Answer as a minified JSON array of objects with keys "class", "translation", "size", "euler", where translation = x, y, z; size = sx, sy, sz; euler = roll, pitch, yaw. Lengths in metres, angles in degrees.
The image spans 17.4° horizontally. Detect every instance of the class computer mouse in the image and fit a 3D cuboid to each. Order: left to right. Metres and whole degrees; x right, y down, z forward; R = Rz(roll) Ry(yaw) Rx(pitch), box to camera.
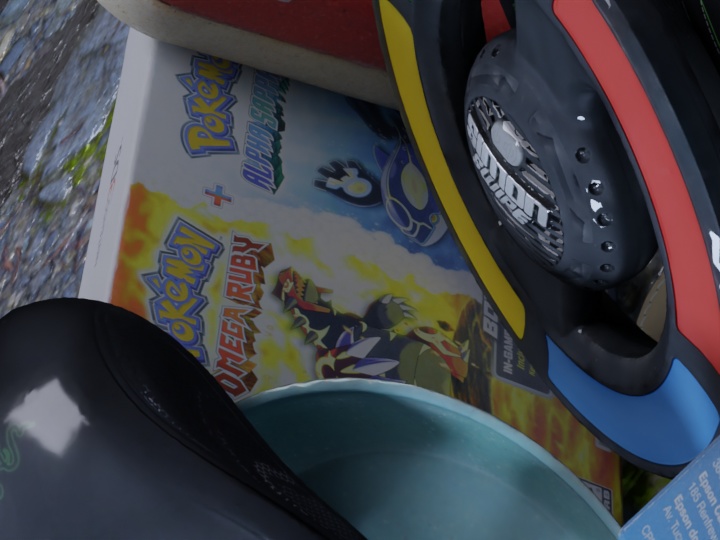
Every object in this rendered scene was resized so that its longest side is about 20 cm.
[{"class":"computer mouse","translation":[-0.043,0.085,0.652],"size":[0.139,0.200,0.053],"euler":[-57,-13,22]}]

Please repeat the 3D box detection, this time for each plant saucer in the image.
[{"class":"plant saucer","translation":[0.009,0.129,0.688],"size":[0.200,0.200,0.036],"euler":[-47,-14,22]}]

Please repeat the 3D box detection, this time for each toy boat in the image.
[{"class":"toy boat","translation":[0.005,-0.141,0.790],"size":[0.131,0.199,0.131],"euler":[-94,26,-42]}]

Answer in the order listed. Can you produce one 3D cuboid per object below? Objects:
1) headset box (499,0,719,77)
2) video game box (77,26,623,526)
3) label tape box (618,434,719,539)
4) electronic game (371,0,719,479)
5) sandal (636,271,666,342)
[{"class":"headset box","translation":[0.145,-0.111,0.677],"size":[0.174,0.093,0.200],"euler":[-31,21,-14]},{"class":"video game box","translation":[0.000,0.000,0.789],"size":[0.201,0.181,0.047],"euler":[-86,19,-44]},{"class":"label tape box","translation":[0.165,0.059,0.532],"size":[0.200,0.066,0.144],"euler":[-46,41,24]},{"class":"electronic game","translation":[0.056,-0.031,0.676],"size":[0.041,0.201,0.200],"euler":[-25,20,-15]},{"class":"sandal","translation":[0.134,-0.025,0.708],"size":[0.211,0.069,0.078],"euler":[-21,44,53]}]
